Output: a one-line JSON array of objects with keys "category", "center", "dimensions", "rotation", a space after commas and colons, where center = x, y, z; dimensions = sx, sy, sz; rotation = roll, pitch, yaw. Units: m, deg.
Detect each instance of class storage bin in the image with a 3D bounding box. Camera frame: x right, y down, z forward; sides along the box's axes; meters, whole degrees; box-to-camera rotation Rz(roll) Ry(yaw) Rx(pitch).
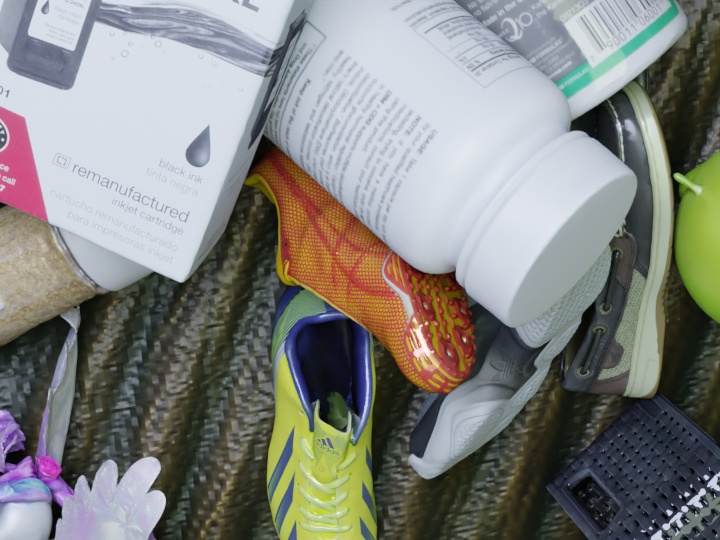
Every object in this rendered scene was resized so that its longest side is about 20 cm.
[{"category": "storage bin", "center": [0.220, 0.182, 0.974], "dimensions": [0.094, 0.135, 0.200], "rotation": [-42, 109, 1]}]

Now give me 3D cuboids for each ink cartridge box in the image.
[{"category": "ink cartridge box", "center": [-0.101, -0.120, 0.729], "dimensions": [0.144, 0.083, 0.201], "rotation": [24, 113, 1]}]

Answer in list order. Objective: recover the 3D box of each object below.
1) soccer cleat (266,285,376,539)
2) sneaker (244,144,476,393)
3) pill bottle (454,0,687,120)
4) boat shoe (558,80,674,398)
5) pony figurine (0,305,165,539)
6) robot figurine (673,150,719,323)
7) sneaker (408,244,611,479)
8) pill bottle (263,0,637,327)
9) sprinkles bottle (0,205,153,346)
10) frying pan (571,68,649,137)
[{"category": "soccer cleat", "center": [-0.020, 0.103, 0.929], "dimensions": [0.064, 0.084, 0.202], "rotation": [-5, 105, -10]}, {"category": "sneaker", "center": [0.000, 0.000, 0.863], "dimensions": [0.077, 0.200, 0.073], "rotation": [-44, 136, 13]}, {"category": "pill bottle", "center": [0.074, -0.179, 0.850], "dimensions": [0.113, 0.113, 0.201], "rotation": [-35, 95, -1]}, {"category": "boat shoe", "center": [0.141, -0.010, 0.932], "dimensions": [0.065, 0.072, 0.202], "rotation": [-8, 121, -4]}, {"category": "pony figurine", "center": [-0.186, 0.137, 0.878], "dimensions": [0.198, 0.167, 0.194], "rotation": [-7, 136, -21]}, {"category": "robot figurine", "center": [0.260, -0.011, 0.925], "dimensions": [0.199, 0.176, 0.116], "rotation": [14, 116, -41]}, {"category": "sneaker", "center": [0.058, 0.024, 0.933], "dimensions": [0.114, 0.075, 0.201], "rotation": [44, 129, 19]}, {"category": "pill bottle", "center": [0.032, -0.071, 0.796], "dimensions": [0.200, 0.113, 0.114], "rotation": [42, 93, 20]}, {"category": "sprinkles bottle", "center": [-0.203, 0.011, 0.847], "dimensions": [0.199, 0.068, 0.069], "rotation": [-26, 109, 14]}, {"category": "frying pan", "center": [0.083, -0.108, 0.929], "dimensions": [0.188, 0.031, 0.116], "rotation": [3, 102, -16]}]
